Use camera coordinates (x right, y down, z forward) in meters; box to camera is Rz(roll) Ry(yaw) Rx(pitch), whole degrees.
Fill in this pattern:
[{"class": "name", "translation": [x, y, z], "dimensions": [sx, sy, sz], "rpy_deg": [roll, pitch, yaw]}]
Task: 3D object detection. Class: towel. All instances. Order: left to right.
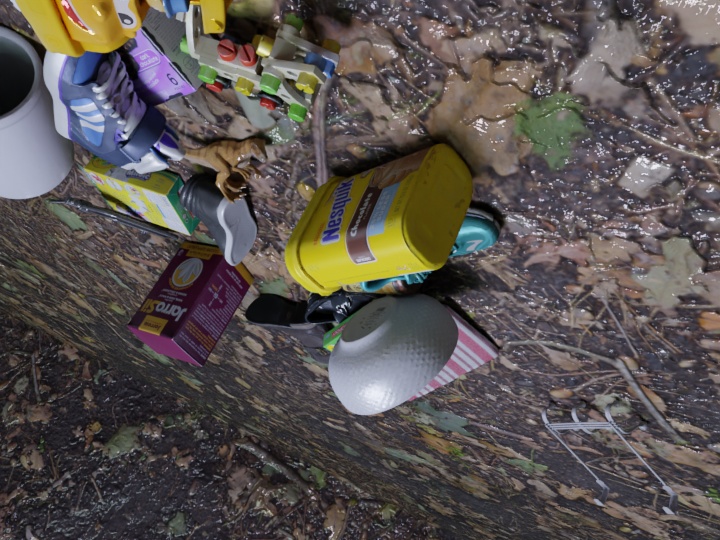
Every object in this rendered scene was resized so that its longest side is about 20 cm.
[{"class": "towel", "translation": [0.105, 0.135, 0.996], "dimensions": [0.199, 0.030, 0.146], "rpy_deg": [-33, 125, 28]}]

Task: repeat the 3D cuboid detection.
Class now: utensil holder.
[{"class": "utensil holder", "translation": [-0.525, -0.223, 0.901], "dimensions": [0.168, 0.171, 0.200], "rpy_deg": [26, 156, 2]}]

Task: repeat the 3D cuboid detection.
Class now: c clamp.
[{"class": "c clamp", "translation": [-0.439, -0.097, 1.127], "dimensions": [0.170, 0.027, 0.199], "rpy_deg": [10, 171, 45]}]

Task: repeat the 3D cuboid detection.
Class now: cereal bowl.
[{"class": "cereal bowl", "translation": [0.032, 0.098, 0.853], "dimensions": [0.199, 0.200, 0.084], "rpy_deg": [-13, 120, 52]}]

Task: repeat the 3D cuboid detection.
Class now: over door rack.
[{"class": "over door rack", "translation": [0.410, 0.296, 1.011], "dimensions": [0.201, 0.066, 0.147], "rpy_deg": [55, 148, -6]}]

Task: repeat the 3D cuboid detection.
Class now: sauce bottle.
[{"class": "sauce bottle", "translation": [0.000, 0.000, 0.906], "dimensions": [0.198, 0.066, 0.066], "rpy_deg": [2, 144, 44]}]

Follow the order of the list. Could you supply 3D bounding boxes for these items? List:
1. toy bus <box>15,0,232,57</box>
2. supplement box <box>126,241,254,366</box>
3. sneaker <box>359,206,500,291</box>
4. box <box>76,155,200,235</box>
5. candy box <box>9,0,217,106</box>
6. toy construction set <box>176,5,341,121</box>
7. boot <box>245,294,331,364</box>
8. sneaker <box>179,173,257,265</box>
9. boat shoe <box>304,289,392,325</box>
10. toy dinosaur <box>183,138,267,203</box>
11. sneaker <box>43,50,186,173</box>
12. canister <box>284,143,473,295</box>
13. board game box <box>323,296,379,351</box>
[{"class": "toy bus", "translation": [-0.135, -0.247, 0.465], "dimensions": [0.190, 0.202, 0.136], "rpy_deg": [19, 154, 0]}, {"class": "supplement box", "translation": [-0.314, 0.058, 1.149], "dimensions": [0.130, 0.201, 0.104], "rpy_deg": [9, 148, 31]}, {"class": "sneaker", "translation": [0.081, -0.019, 0.759], "dimensions": [0.198, 0.080, 0.077], "rpy_deg": [-18, 133, 34]}, {"class": "box", "translation": [-0.377, -0.134, 1.047], "dimensions": [0.198, 0.049, 0.118], "rpy_deg": [17, 152, 17]}, {"class": "candy box", "translation": [-0.273, -0.278, 0.667], "dimensions": [0.166, 0.072, 0.200], "rpy_deg": [0, 143, 43]}, {"class": "toy construction set", "translation": [-0.113, -0.217, 0.600], "dimensions": [0.199, 0.093, 0.131], "rpy_deg": [35, 178, 4]}, {"class": "boot", "translation": [-0.123, 0.132, 1.243], "dimensions": [0.198, 0.070, 0.175], "rpy_deg": [7, 146, 31]}, {"class": "sneaker", "translation": [-0.226, -0.084, 0.976], "dimensions": [0.099, 0.071, 0.201], "rpy_deg": [33, 157, 13]}, {"class": "boat shoe", "translation": [-0.028, 0.064, 1.038], "dimensions": [0.198, 0.067, 0.075], "rpy_deg": [-1, 140, 44]}, {"class": "toy dinosaur", "translation": [-0.196, -0.154, 0.849], "dimensions": [0.198, 0.061, 0.107], "rpy_deg": [4, 125, 26]}, {"class": "sneaker", "translation": [-0.253, -0.179, 0.670], "dimensions": [0.145, 0.081, 0.200], "rpy_deg": [24, 152, -13]}, {"class": "canister", "translation": [0.019, -0.055, 0.701], "dimensions": [0.199, 0.150, 0.086], "rpy_deg": [-11, 135, 48]}, {"class": "board game box", "translation": [0.055, 0.131, 1.032], "dimensions": [0.199, 0.029, 0.134], "rpy_deg": [33, 128, -28]}]
